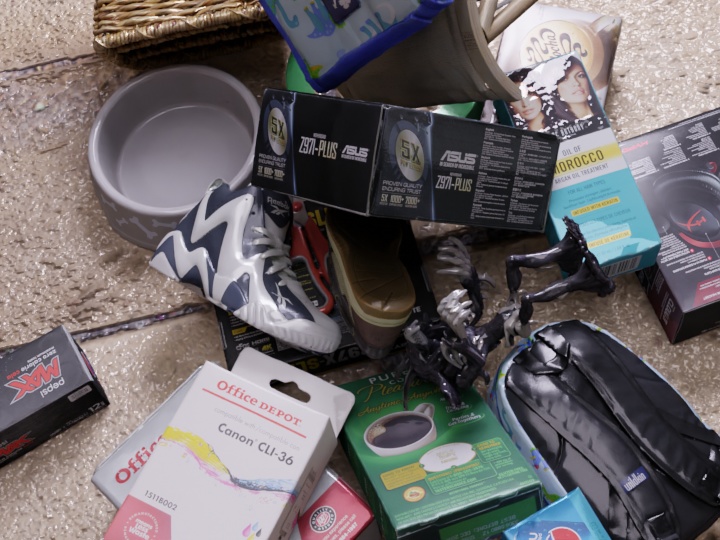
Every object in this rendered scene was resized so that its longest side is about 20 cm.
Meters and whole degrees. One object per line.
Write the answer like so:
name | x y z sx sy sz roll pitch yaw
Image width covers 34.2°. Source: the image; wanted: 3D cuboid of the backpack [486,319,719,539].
backpack | 0.191 0.139 0.959 0.163 0.154 0.200 -39 86 -16

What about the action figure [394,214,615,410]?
action figure | 0.095 0.029 0.937 0.200 0.102 0.119 -33 32 13

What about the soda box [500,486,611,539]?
soda box | 0.145 0.232 0.873 0.064 0.200 0.068 -28 65 -9

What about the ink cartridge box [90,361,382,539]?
ink cartridge box | -0.102 0.198 0.981 0.200 0.083 0.146 40 74 22

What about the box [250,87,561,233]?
box | 0.037 -0.092 0.979 0.164 0.199 0.087 19 102 50

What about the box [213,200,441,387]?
box | -0.039 0.013 1.087 0.199 0.049 0.160 -16 61 -2

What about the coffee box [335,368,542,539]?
coffee box | 0.055 0.147 0.952 0.122 0.044 0.200 -16 30 -12

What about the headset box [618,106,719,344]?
headset box | 0.319 -0.037 1.059 0.148 0.075 0.201 -20 63 -4

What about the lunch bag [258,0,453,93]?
lunch bag | 0.000 -0.266 0.951 0.127 0.170 0.201 3 72 -35

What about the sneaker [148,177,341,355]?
sneaker | -0.079 -0.017 1.023 0.199 0.079 0.130 26 85 34

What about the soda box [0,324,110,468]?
soda box | -0.333 0.134 1.049 0.200 0.063 0.071 -30 65 -10

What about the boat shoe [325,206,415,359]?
boat shoe | 0.000 0.000 1.003 0.073 0.065 0.200 11 29 -11

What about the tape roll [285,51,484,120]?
tape roll | 0.026 -0.190 1.181 0.199 0.048 0.201 -2 64 5

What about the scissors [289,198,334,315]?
scissors | -0.062 -0.046 1.085 0.073 0.014 0.200 -28 65 -6

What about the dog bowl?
dog bowl | -0.178 -0.118 1.161 0.199 0.059 0.201 -3 64 5

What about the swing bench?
swing bench | 0.075 -0.255 1.060 0.199 0.130 0.200 2 55 49

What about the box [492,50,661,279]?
box | 0.187 -0.089 1.026 0.082 0.049 0.201 -18 68 -2

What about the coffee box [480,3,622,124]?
coffee box | 0.177 -0.150 1.127 0.113 0.080 0.201 13 66 10

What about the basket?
basket | -0.157 -0.253 1.176 0.199 0.143 0.149 -11 58 4

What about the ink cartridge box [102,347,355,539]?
ink cartridge box | -0.097 0.153 0.918 0.116 0.068 0.200 22 68 15
